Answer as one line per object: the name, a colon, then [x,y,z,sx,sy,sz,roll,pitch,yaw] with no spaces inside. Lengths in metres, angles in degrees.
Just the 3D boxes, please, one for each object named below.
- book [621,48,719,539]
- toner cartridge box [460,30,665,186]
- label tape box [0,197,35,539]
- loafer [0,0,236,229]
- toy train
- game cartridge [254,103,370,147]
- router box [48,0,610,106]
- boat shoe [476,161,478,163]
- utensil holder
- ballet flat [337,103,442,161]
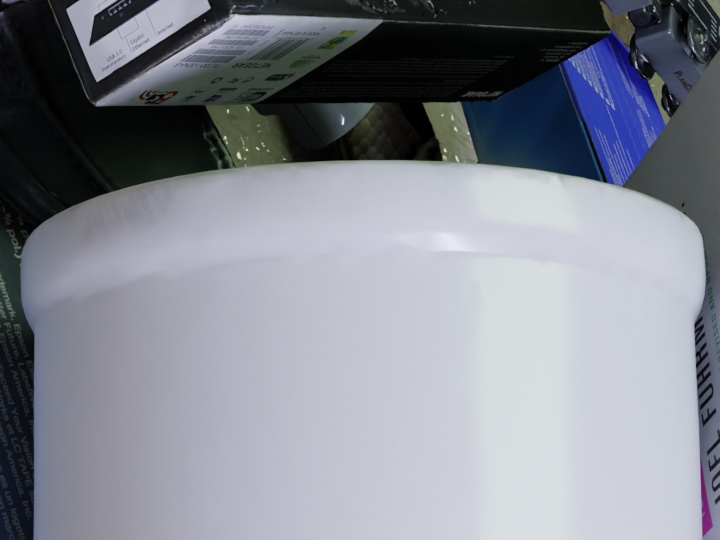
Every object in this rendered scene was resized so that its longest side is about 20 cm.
book: [0.093,0.043,0.713,0.048,0.200,0.134,2,63,-13]
toner cartridge box: [0.079,-0.035,0.921,0.095,0.043,0.200,43,21,-33]
label tape box: [-0.109,0.036,0.711,0.200,0.063,0.145,-6,75,-60]
loafer: [-0.089,-0.077,0.687,0.201,0.070,0.068,54,41,-25]
toy train: [0.086,-0.125,0.940,0.200,0.034,0.046,47,39,-42]
game cartridge: [-0.015,-0.149,0.882,0.133,0.041,0.200,50,39,-20]
router box: [-0.022,-0.120,0.698,0.200,0.051,0.150,-5,70,-58]
boat shoe: [0.052,0.021,0.944,0.070,0.071,0.200,28,30,-6]
utensil holder: [0.002,0.092,0.632,0.170,0.169,0.201,17,68,-53]
ballet flat: [0.007,-0.102,0.984,0.067,0.046,0.201,32,48,-80]
